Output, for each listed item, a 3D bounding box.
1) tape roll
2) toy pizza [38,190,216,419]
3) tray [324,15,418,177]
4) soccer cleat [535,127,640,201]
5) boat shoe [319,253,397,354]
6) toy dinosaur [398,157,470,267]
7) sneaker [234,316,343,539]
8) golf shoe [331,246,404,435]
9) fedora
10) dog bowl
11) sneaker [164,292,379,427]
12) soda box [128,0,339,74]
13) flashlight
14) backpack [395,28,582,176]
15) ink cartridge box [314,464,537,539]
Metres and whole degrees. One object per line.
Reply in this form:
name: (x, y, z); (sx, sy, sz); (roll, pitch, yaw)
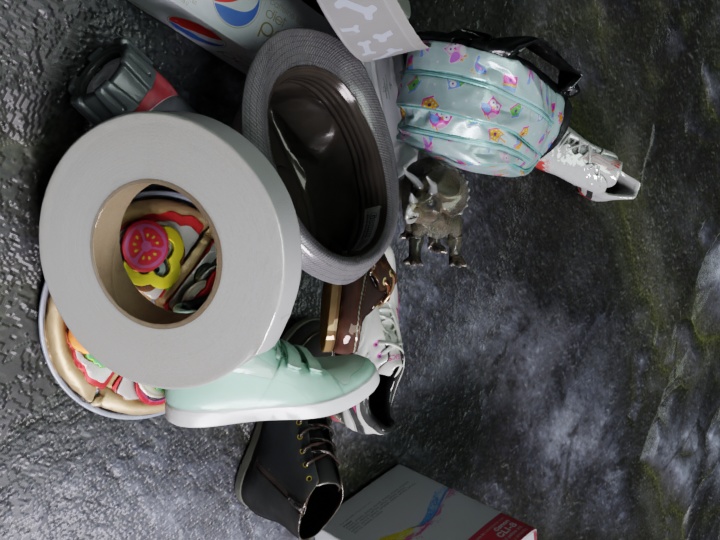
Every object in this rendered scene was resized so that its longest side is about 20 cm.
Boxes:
tape roll: (-0.139, -0.014, 0.615); (0.037, 0.201, 0.204); (-29, 124, -69)
toy pizza: (-0.173, 0.033, 0.725); (0.199, 0.032, 0.202); (-13, 110, -40)
tray: (0.020, -0.179, 0.838); (0.107, 0.022, 0.201); (-39, 126, -46)
soccer cleat: (0.276, -0.136, 1.058); (0.200, 0.085, 0.069); (26, 83, -44)
boat shoe: (0.000, 0.000, 0.772); (0.070, 0.201, 0.071); (12, 129, -7)
toy dinosaur: (0.067, -0.065, 0.810); (0.076, 0.200, 0.103); (5, 110, -3)
sneaker: (-0.045, 0.151, 0.823); (0.075, 0.106, 0.201); (16, 90, -44)
golf shoe: (0.018, 0.068, 0.871); (0.072, 0.092, 0.201); (-2, 101, -42)
fedora: (-0.051, -0.084, 0.692); (0.176, 0.090, 0.201); (-22, 96, -51)
dog bowl: (-0.008, -0.263, 0.692); (0.201, 0.058, 0.201); (57, 20, -33)
sneaker: (-0.069, 0.064, 0.739); (0.199, 0.074, 0.119); (-4, 103, -28)
soda box: (-0.098, -0.209, 0.704); (0.199, 0.068, 0.064); (24, 85, -44)
flashlight: (-0.143, -0.098, 0.697); (0.068, 0.068, 0.200); (-40, 131, 5)
backpack: (0.114, -0.157, 0.813); (0.200, 0.166, 0.128); (-4, 102, -68)
ink cartridge box: (0.071, 0.331, 0.916); (0.144, 0.199, 0.146); (-26, 119, -38)
